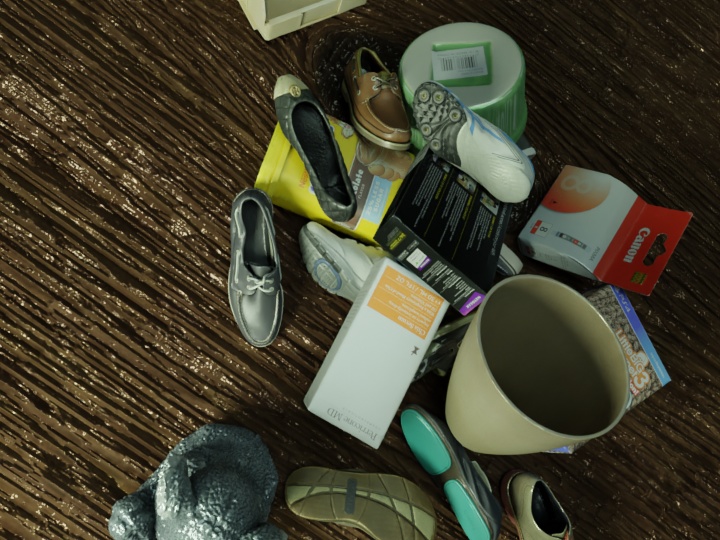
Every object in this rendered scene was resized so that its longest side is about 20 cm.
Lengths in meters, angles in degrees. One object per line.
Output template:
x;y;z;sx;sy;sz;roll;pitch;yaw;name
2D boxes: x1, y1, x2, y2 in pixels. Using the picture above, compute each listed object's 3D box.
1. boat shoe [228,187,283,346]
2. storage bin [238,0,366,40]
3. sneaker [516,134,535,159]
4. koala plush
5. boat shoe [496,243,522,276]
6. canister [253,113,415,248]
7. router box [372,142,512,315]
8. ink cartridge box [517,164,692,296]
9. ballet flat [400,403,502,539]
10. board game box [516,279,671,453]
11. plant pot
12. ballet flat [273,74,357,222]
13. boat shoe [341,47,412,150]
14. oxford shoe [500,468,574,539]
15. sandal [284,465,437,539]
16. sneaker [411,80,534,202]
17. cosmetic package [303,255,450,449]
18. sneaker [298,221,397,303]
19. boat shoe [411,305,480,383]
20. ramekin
-0.134;0.000;0.765;0.070;0.063;0.206;-2;98;-6;boat shoe
-0.102;-0.474;0.899;0.197;0.094;0.202;-28;85;-21;storage bin
0.167;-0.186;0.925;0.196;0.071;0.101;-21;80;-24;sneaker
-0.159;0.253;0.650;0.176;0.200;0.185;37;70;-4;koala plush
0.134;-0.027;0.881;0.198;0.075;0.094;34;87;-6;boat shoe
-0.034;-0.132;0.841;0.196;0.086;0.152;21;71;-12;canister
0.112;-0.064;0.771;0.148;0.051;0.202;39;43;-9;router box
0.354;-0.065;0.894;0.163;0.197;0.051;-51;136;-19;ink cartridge box
0.125;0.259;0.808;0.072;0.073;0.203;-29;80;-20;ballet flat
0.306;0.135;0.868;0.197;0.097;0.162;-27;85;-20;board game box
0.181;0.141;0.729;0.182;0.201;0.191;9;54;-13;plant pot
-0.051;-0.157;0.765;0.065;0.057;0.204;-24;86;-23;ballet flat
0.020;-0.240;0.836;0.070;0.069;0.202;-1;41;-27;boat shoe
0.254;0.366;0.809;0.069;0.075;0.203;-27;86;-21;oxford shoe
0.001;0.294;0.770;0.194;0.054;0.082;12;68;2;sandal
0.144;-0.167;0.784;0.199;0.072;0.073;40;37;-13;sneaker
0.020;0.097;0.749;0.100;0.071;0.203;28;83;-6;cosmetic package
0.000;0.000;0.835;0.199;0.074;0.088;41;61;-12;sneaker
0.098;0.113;0.831;0.197;0.072;0.067;-25;90;-15;boat shoe
0.142;-0.257;0.871;0.194;0.098;0.205;-4;58;7;ramekin
